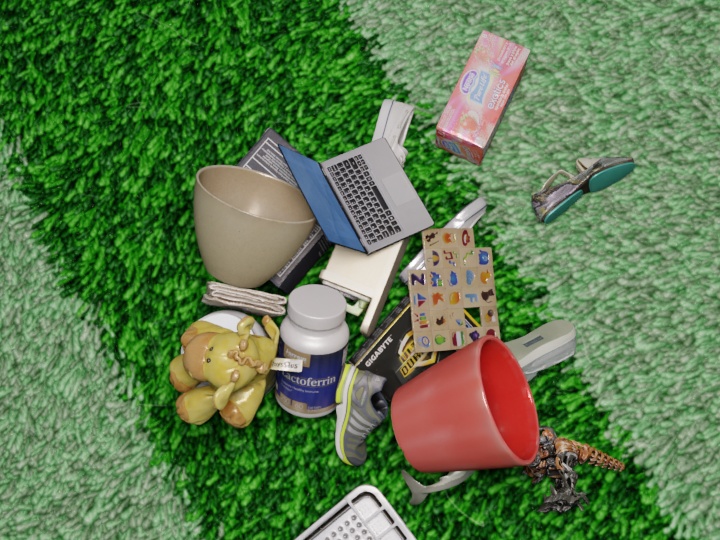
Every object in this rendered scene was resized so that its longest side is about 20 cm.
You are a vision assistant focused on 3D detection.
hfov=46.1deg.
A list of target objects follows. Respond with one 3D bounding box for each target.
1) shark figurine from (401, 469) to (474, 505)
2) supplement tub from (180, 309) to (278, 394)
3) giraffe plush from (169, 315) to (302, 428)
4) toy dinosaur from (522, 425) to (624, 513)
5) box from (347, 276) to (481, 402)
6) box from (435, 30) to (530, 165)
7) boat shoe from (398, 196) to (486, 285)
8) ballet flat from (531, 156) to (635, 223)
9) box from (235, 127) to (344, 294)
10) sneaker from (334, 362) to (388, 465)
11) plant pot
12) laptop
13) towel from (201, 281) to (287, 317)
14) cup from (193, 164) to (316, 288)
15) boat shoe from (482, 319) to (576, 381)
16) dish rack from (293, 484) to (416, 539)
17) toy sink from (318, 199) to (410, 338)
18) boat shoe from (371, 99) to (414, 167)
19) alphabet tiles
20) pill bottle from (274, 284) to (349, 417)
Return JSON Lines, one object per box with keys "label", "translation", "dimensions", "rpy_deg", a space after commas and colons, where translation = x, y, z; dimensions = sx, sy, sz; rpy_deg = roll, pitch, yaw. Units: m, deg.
{"label": "shark figurine", "translation": [0.175, 0.321, 1.410], "dimensions": [0.128, 0.090, 0.215], "rpy_deg": [27, 72, 42]}
{"label": "supplement tub", "translation": [-0.211, 0.144, 1.400], "dimensions": [0.143, 0.200, 0.146], "rpy_deg": [-1, 80, 3]}
{"label": "giraffe plush", "translation": [-0.191, 0.138, 1.214], "dimensions": [0.198, 0.162, 0.174], "rpy_deg": [-13, 79, 2]}
{"label": "toy dinosaur", "translation": [0.327, 0.321, 1.393], "dimensions": [0.198, 0.102, 0.137], "rpy_deg": [-10, 61, 23]}
{"label": "box", "translation": [0.102, 0.135, 1.427], "dimensions": [0.200, 0.049, 0.160], "rpy_deg": [-47, 108, -5]}
{"label": "box", "translation": [0.215, -0.305, 1.504], "dimensions": [0.094, 0.103, 0.201], "rpy_deg": [25, 83, 8]}
{"label": "boat shoe", "translation": [0.156, -0.040, 1.475], "dimensions": [0.065, 0.074, 0.200], "rpy_deg": [44, 95, 1]}
{"label": "ballet flat", "translation": [0.384, -0.160, 1.486], "dimensions": [0.199, 0.072, 0.072], "rpy_deg": [-31, 79, -4]}
{"label": "box", "translation": [-0.143, -0.100, 1.478], "dimensions": [0.200, 0.123, 0.199], "rpy_deg": [41, 85, 9]}
{"label": "sneaker", "translation": [0.004, 0.245, 1.387], "dimensions": [0.080, 0.201, 0.074], "rpy_deg": [8, 36, 14]}
{"label": "plant pot", "translation": [0.156, 0.224, 1.316], "dimensions": [0.176, 0.200, 0.202], "rpy_deg": [-23, 78, 27]}
{"label": "laptop", "translation": [-0.004, -0.134, 1.349], "dimensions": [0.199, 0.116, 0.188], "rpy_deg": [-23, 69, -13]}
{"label": "towel", "translation": [-0.191, 0.051, 1.381], "dimensions": [0.131, 0.200, 0.035], "rpy_deg": [13, 83, -8]}
{"label": "cup", "translation": [-0.179, -0.059, 1.334], "dimensions": [0.199, 0.200, 0.144], "rpy_deg": [24, 113, 8]}
{"label": "boat shoe", "translation": [0.279, 0.155, 1.427], "dimensions": [0.199, 0.070, 0.072], "rpy_deg": [-24, 118, -9]}
{"label": "dish rack", "translation": [-0.009, 0.475, 1.407], "dimensions": [0.200, 0.044, 0.172], "rpy_deg": [-38, 81, -4]}
{"label": "toy sink", "translation": [0.000, 0.000, 1.449], "dimensions": [0.111, 0.130, 0.202], "rpy_deg": [21, 83, 7]}
{"label": "boat shoe", "translation": [0.053, -0.210, 1.512], "dimensions": [0.065, 0.074, 0.202], "rpy_deg": [11, 82, 10]}
{"label": "alphabet tiles", "translation": [0.153, 0.030, 1.402], "dimensions": [0.166, 0.008, 0.202], "rpy_deg": [-2, 83, -25]}
{"label": "pill bottle", "translation": [-0.079, 0.132, 1.389], "dimensions": [0.115, 0.116, 0.202], "rpy_deg": [11, 122, 6]}
